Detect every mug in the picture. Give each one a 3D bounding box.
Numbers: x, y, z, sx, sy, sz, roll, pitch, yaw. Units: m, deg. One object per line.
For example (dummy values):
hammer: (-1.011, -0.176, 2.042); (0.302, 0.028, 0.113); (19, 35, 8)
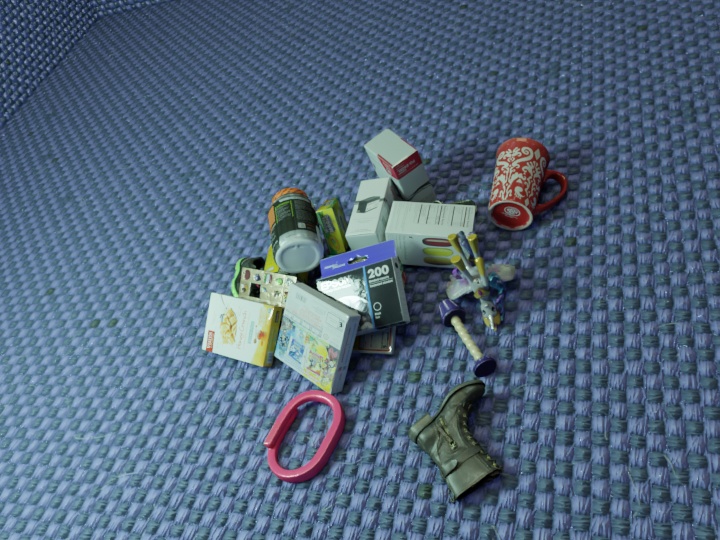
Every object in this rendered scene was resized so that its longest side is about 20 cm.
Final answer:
mug: (0.400, -0.207, 1.646); (0.177, 0.134, 0.201); (1, 52, 27)

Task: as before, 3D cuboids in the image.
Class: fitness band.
fitness band: (-0.115, 0.343, 1.410); (0.143, 0.038, 0.200); (11, 55, 29)

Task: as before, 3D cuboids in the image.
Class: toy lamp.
toy lamp: (0.222, 0.137, 1.443); (0.058, 0.058, 0.200); (-25, 46, -1)

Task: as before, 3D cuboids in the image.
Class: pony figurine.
pony figurine: (0.252, 0.013, 1.477); (0.166, 0.201, 0.193); (-21, 27, 13)

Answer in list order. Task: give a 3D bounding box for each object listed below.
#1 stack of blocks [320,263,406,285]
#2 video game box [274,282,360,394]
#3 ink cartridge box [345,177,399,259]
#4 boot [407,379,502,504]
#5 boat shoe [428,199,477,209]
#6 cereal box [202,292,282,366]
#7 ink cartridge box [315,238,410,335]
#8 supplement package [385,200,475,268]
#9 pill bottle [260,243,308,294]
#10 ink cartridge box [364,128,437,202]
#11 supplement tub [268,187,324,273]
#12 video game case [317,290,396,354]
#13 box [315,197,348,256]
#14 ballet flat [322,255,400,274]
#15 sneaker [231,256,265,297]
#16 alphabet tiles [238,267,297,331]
stack of blocks: (0.001, 0.044, 1.627); (0.199, 0.059, 0.116); (-3, 48, 21)
video game box: (-0.099, 0.146, 1.502); (0.200, 0.047, 0.183); (27, 107, 40)
ink cartridge box: (0.039, -0.111, 1.697); (0.083, 0.145, 0.201); (-4, 47, 21)
boot: (0.204, 0.320, 1.277); (0.200, 0.069, 0.174); (-39, 50, -9)
boat shoe: (0.196, -0.142, 1.717); (0.199, 0.068, 0.072); (-15, 42, 8)
cereal box: (-0.286, 0.140, 1.625); (0.199, 0.039, 0.145); (9, 89, 30)
ink cartridge box: (-0.002, 0.042, 1.525); (0.197, 0.043, 0.201); (-16, 72, 21)
supplement package: (0.170, -0.085, 1.615); (0.199, 0.114, 0.110); (4, 50, 13)
pill bottle: (-0.186, -0.012, 1.724); (0.112, 0.113, 0.201); (-10, 45, 15)
ink cartridge box: (0.108, -0.245, 1.759); (0.083, 0.200, 0.145); (-37, 44, -8)
supplement tub: (-0.160, -0.101, 1.650); (0.122, 0.123, 0.201); (-19, 48, 6)
video game case: (-0.013, 0.116, 1.547); (0.199, 0.017, 0.144); (0, 77, 23)
box: (-0.067, -0.111, 1.704); (0.048, 0.118, 0.200); (-15, 14, 10)
ballet flat: (0.000, 0.000, 1.593); (0.199, 0.070, 0.066); (-1, 75, 26)
sneaker: (-0.282, 0.031, 1.753); (0.083, 0.077, 0.201); (-18, 44, 12)
alphabet tiles: (-0.233, 0.103, 1.625); (0.166, 0.008, 0.201); (9, 91, 30)
